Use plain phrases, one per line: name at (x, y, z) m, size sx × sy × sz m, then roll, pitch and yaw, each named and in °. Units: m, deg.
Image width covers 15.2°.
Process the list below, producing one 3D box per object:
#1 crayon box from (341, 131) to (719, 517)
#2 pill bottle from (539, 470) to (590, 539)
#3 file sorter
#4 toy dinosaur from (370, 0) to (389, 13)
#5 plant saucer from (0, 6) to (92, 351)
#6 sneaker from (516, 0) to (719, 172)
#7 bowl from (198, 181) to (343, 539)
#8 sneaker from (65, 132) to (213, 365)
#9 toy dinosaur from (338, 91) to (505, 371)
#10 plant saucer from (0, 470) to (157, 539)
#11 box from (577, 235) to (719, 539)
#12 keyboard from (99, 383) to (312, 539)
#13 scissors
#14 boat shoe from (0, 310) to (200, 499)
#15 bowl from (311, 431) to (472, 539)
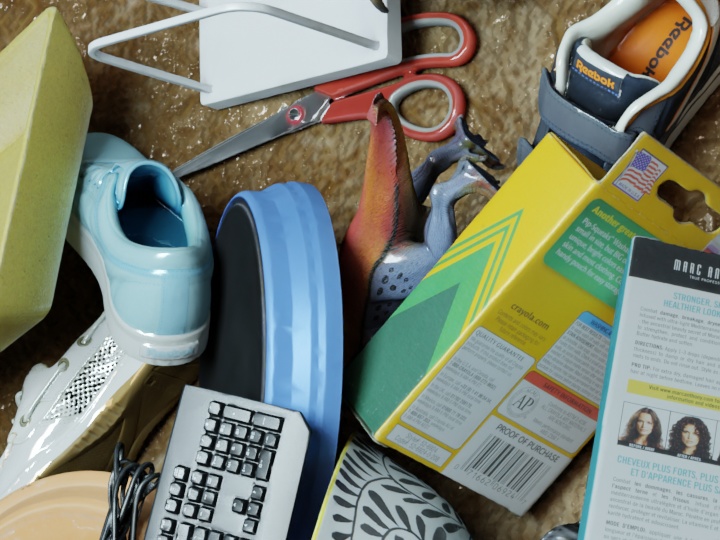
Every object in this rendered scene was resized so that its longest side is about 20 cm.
crayon box at (0.098, 0.018, 1.345) m, size 0.200 × 0.126 × 0.052 m, roll -49°, pitch 44°, yaw 11°
pill bottle at (0.124, 0.192, 1.308) m, size 0.112 × 0.112 × 0.200 m, roll 19°, pitch 90°, yaw 30°
file sorter at (-0.071, -0.208, 1.474) m, size 0.139 × 0.125 × 0.200 m, roll -11°, pitch 75°, yaw 39°
toy dinosaur at (0.041, -0.183, 1.405) m, size 0.086 × 0.200 × 0.136 m, roll -19°, pitch 53°, yaw 56°
plant saucer at (-0.213, -0.021, 1.513) m, size 0.200 × 0.048 × 0.200 m, roll -33°, pitch 42°, yaw 50°
sneaker at (0.121, -0.070, 1.383) m, size 0.078 × 0.079 × 0.200 m, roll 32°, pitch 98°, yaw 29°
bowl at (-0.050, 0.053, 1.395) m, size 0.039 × 0.201 × 0.201 m, roll 3°, pitch 78°, yaw -13°
sneaker at (-0.118, -0.035, 1.471) m, size 0.200 × 0.074 × 0.082 m, roll -123°, pitch 37°, yaw -49°
toy dinosaur at (0.000, 0.000, 1.394) m, size 0.181 × 0.200 × 0.105 m, roll -44°, pitch 38°, yaw 15°
plant saucer at (-0.144, 0.199, 1.344) m, size 0.200 × 0.032 × 0.200 m, roll -6°, pitch 75°, yaw 25°
box at (0.149, 0.084, 1.244) m, size 0.082 × 0.049 × 0.200 m, roll 12°, pitch 56°, yaw 2°
keyboard at (-0.095, 0.154, 1.288) m, size 0.104 × 0.040 × 0.200 m, roll 11°, pitch 84°, yaw 29°
scissors at (-0.025, -0.097, 1.506) m, size 0.200 × 0.014 × 0.073 m, roll -8°, pitch 78°, yaw 28°
boat shoe at (-0.160, 0.080, 1.512) m, size 0.200 × 0.071 × 0.069 m, roll -49°, pitch 61°, yaw 1°
bowl at (0.016, 0.189, 1.345) m, size 0.094 × 0.201 × 0.201 m, roll 14°, pitch 87°, yaw 5°
